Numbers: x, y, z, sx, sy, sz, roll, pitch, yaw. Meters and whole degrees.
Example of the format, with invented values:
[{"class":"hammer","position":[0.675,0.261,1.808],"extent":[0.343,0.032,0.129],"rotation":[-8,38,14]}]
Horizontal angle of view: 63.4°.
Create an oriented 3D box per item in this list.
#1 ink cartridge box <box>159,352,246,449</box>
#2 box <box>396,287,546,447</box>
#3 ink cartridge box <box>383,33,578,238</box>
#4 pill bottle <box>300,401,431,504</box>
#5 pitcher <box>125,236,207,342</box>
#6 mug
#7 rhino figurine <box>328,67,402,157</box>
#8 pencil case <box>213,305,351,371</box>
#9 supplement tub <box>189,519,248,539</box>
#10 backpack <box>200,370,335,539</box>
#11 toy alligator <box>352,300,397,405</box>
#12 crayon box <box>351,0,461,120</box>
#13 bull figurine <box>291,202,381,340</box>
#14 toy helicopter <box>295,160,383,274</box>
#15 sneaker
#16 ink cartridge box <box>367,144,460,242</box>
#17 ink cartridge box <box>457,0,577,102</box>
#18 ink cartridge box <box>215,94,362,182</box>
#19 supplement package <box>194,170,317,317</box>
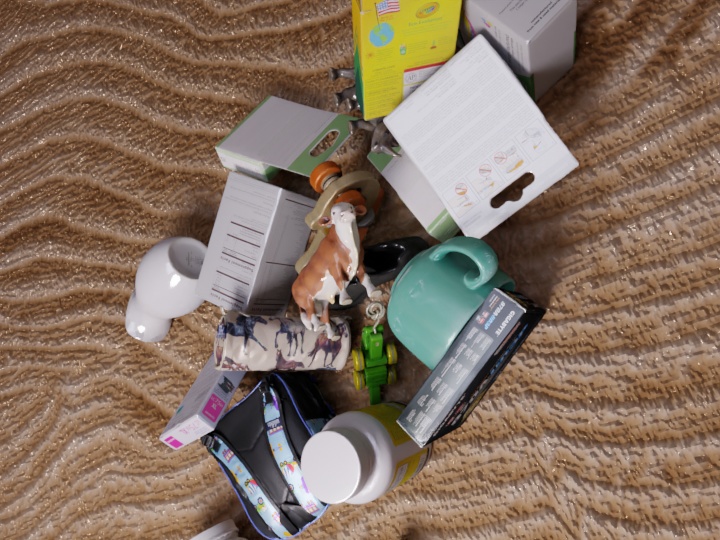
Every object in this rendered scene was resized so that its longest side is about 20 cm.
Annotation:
[{"class":"ink cartridge box","position":[-0.224,0.173,0.911],"extent":[0.042,0.201,0.119],"rotation":[41,130,-19]},{"class":"box","position":[0.143,0.116,0.724],"extent":[0.046,0.159,0.201],"rotation":[39,102,24]},{"class":"ink cartridge box","position":[0.148,-0.162,0.730],"extent":[0.162,0.050,0.201],"rotation":[-37,83,19]},{"class":"pill bottle","position":[0.010,0.235,0.757],"extent":[0.110,0.199,0.113],"rotation":[-3,83,26]},{"class":"pitcher","position":[-0.331,0.007,1.002],"extent":[0.200,0.120,0.173],"rotation":[-39,52,41]},{"class":"mug","position":[0.114,0.027,0.747],"extent":[0.114,0.151,0.186],"rotation":[39,114,24]},{"class":"rhino figurine","position":[0.022,-0.231,0.841],"extent":[0.086,0.060,0.201],"rotation":[-14,53,-12]},{"class":"pencil case","position":[-0.111,0.101,0.850],"extent":[0.198,0.078,0.091],"rotation":[3,99,-17]},{"class":"supplement tub","position":[-0.203,0.500,0.872],"extent":[0.145,0.145,0.201],"rotation":[-41,68,18]},{"class":"backpack","position":[-0.106,0.270,0.851],"extent":[0.182,0.134,0.201],"rotation":[-43,68,17]},{"class":"toy alligator","position":[0.017,0.106,0.816],"extent":[0.059,0.202,0.054],"rotation":[-9,37,-10]},{"class":"crayon box","position":[0.056,-0.288,0.723],"extent":[0.125,0.201,0.051],"rotation":[-13,60,-7]},{"class":"bull figurine","position":[-0.034,0.004,0.780],"extent":[0.200,0.064,0.122],"rotation":[-54,48,45]},{"class":"toy helicopter","position":[-0.035,-0.065,0.868],"extent":[0.079,0.131,0.201],"rotation":[51,126,25]},{"class":"sneaker","position":[0.000,0.000,0.849],"extent":[0.199,0.091,0.077],"rotation":[-29,74,23]},{"class":"ink cartridge box","position":[0.109,-0.155,0.827],"extent":[0.146,0.048,0.201],"rotation":[-47,45,15]},{"class":"ink cartridge box","position":[0.176,-0.333,0.754],"extent":[0.084,0.145,0.200],"rotation":[-43,67,4]},{"class":"ink cartridge box","position":[-0.107,-0.198,0.908],"extent":[0.199,0.048,0.146],"rotation":[23,59,27]},{"class":"supplement package","position":[-0.163,-0.037,0.924],"extent":[0.109,0.113,0.202],"rotation":[20,95,27]}]
